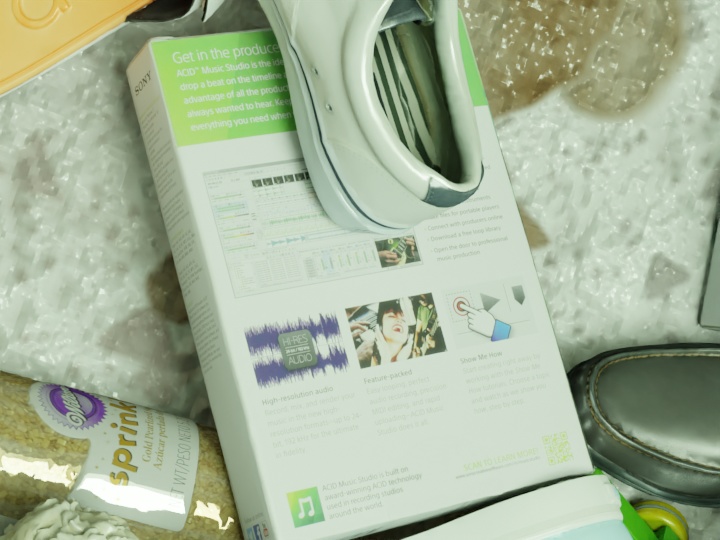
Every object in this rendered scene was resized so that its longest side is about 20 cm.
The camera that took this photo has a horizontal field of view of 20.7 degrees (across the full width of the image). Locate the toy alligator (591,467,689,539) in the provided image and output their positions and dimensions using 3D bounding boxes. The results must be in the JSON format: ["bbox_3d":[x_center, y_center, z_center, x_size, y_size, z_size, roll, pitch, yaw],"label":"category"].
[{"bbox_3d":[0.108,0.128,0.840,0.200,0.059,0.054,43,121,-8],"label":"toy alligator"}]

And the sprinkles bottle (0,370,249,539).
[{"bbox_3d":[-0.118,0.076,0.754,0.199,0.068,0.069,17,85,-18],"label":"sprinkles bottle"}]

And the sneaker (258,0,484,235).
[{"bbox_3d":[0.000,-0.114,0.725,0.073,0.071,0.201,-27,101,-40],"label":"sneaker"}]

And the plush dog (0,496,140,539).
[{"bbox_3d":[-0.164,0.187,0.690,0.160,0.171,0.202,-12,97,-48],"label":"plush dog"}]

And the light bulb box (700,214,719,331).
[{"bbox_3d":[0.274,-0.050,0.851,0.197,0.125,0.202,13,87,-18],"label":"light bulb box"}]

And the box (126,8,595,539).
[{"bbox_3d":[0.000,0.000,0.773,0.143,0.036,0.202,-9,79,-28],"label":"box"}]

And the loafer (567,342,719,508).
[{"bbox_3d":[0.182,0.061,0.841,0.198,0.072,0.073,6,66,-21],"label":"loafer"}]

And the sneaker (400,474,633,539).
[{"bbox_3d":[0.021,0.149,0.753,0.199,0.074,0.082,-23,69,-3],"label":"sneaker"}]

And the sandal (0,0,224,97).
[{"bbox_3d":[-0.081,-0.122,0.752,0.206,0.059,0.079,-42,132,-18],"label":"sandal"}]
